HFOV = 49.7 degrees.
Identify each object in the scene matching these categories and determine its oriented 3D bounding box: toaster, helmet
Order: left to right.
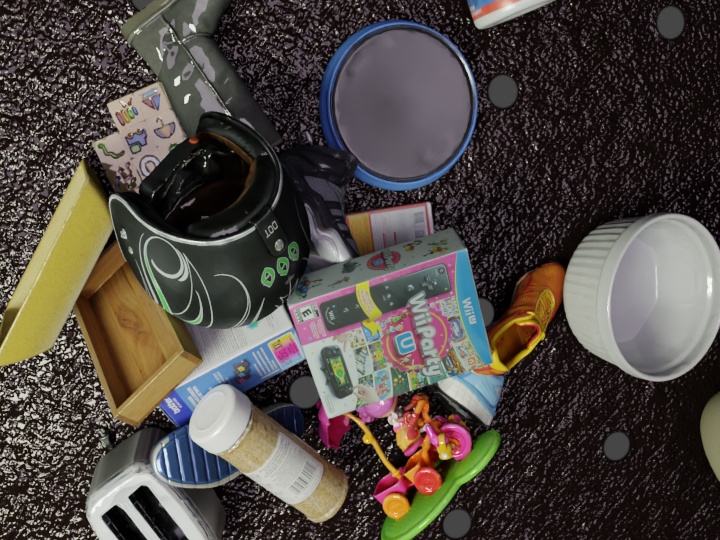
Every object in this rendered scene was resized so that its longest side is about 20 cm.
[{"bbox_3d":[-0.237,0.273,0.895,0.113,0.129,0.202,-33,102,-6],"label":"toaster"},{"bbox_3d":[-0.146,-0.038,0.786,0.196,0.192,0.203,1,59,-1],"label":"helmet"}]

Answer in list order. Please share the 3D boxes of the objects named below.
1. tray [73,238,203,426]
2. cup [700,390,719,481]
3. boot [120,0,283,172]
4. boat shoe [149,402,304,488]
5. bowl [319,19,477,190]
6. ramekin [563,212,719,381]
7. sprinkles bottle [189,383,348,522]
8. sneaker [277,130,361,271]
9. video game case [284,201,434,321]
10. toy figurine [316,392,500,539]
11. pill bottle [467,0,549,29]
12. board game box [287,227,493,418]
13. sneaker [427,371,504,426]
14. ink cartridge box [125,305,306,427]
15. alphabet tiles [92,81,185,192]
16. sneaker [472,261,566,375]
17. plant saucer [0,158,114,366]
[{"bbox_3d":[-0.247,0.057,0.837,0.098,0.201,0.037,-43,140,6],"label":"tray"},{"bbox_3d":[0.536,0.222,1.030,0.196,0.143,0.205,-1,98,-11],"label":"cup"},{"bbox_3d":[-0.150,-0.226,0.876,0.181,0.073,0.201,-35,94,6],"label":"boot"},{"bbox_3d":[-0.159,0.199,0.890,0.198,0.072,0.074,-4,88,-44],"label":"boat shoe"},{"bbox_3d":[0.048,-0.199,0.938,0.196,0.039,0.205,-1,97,-10],"label":"bowl"},{"bbox_3d":[0.346,0.028,0.971,0.197,0.105,0.205,-3,96,-26],"label":"ramekin"},{"bbox_3d":[-0.096,0.204,0.853,0.068,0.068,0.200,-46,123,-3],"label":"sprinkles bottle"},{"bbox_3d":[-0.029,-0.068,0.904,0.201,0.075,0.114,49,63,-12],"label":"sneaker"},{"bbox_3d":[0.000,0.000,0.964,0.196,0.017,0.146,-9,99,-10],"label":"video game case"},{"bbox_3d":[0.036,0.194,0.931,0.184,0.150,0.200,46,114,-3],"label":"toy figurine"},{"bbox_3d":[0.154,-0.396,0.897,0.111,0.112,0.203,-22,99,-7],"label":"pill bottle"},{"bbox_3d":[0.033,0.058,0.858,0.197,0.064,0.150,-18,115,-1],"label":"board game box"},{"bbox_3d":[0.107,0.105,0.978,0.200,0.078,0.090,44,69,-21],"label":"sneaker"},{"bbox_3d":[-0.176,0.078,0.875,0.197,0.137,0.077,-26,142,-7],"label":"ink cartridge box"},{"bbox_3d":[-0.209,-0.119,0.915,0.164,0.006,0.203,-25,101,-8],"label":"alphabet tiles"},{"bbox_3d":[0.210,0.063,0.961,0.200,0.077,0.073,-45,109,-30],"label":"sneaker"},{"bbox_3d":[-0.313,-0.010,0.815,0.048,0.200,0.202,26,92,-24],"label":"plant saucer"}]
